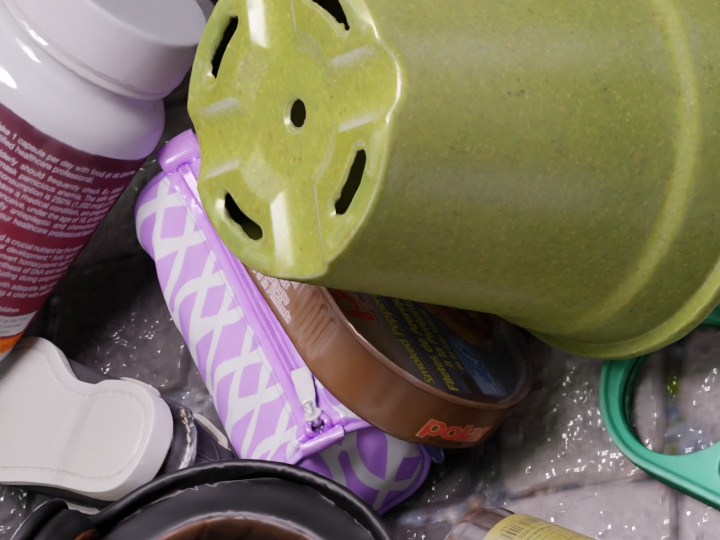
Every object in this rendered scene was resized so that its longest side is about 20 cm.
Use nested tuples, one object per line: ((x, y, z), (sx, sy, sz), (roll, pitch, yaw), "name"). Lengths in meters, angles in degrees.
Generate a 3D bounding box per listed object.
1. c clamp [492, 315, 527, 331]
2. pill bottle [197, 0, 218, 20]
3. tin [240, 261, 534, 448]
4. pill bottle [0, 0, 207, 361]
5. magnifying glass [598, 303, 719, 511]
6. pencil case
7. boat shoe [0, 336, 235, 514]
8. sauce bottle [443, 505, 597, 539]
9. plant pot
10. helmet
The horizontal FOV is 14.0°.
((0.090, -0.065, 1.310), (0.171, 0.027, 0.200), (-50, 53, 38), "c clamp")
((-0.103, -0.189, 1.481), (0.116, 0.116, 0.200), (22, 78, 38), "pill bottle")
((0.000, 0.000, 1.309), (0.042, 0.112, 0.200), (-51, 51, 24), "tin")
((-0.164, -0.060, 1.380), (0.200, 0.114, 0.114), (-52, 48, 23), "pill bottle")
((0.164, 0.089, 1.225), (0.080, 0.022, 0.200), (-38, 52, 9), "magnifying glass")
((-0.039, 0.031, 1.342), (0.084, 0.086, 0.200), (-35, 51, 6), "pencil case")
((-0.126, 0.078, 1.383), (0.200, 0.060, 0.074), (5, 69, 56), "boat shoe")
((0.120, 0.151, 1.190), (0.200, 0.065, 0.065), (17, 75, 39), "sauce bottle")
((0.037, -0.061, 1.208), (0.200, 0.184, 0.201), (2, 92, 50), "plant pot")
((-0.064, 0.178, 1.212), (0.200, 0.191, 0.200), (-1, 86, 19), "helmet")
